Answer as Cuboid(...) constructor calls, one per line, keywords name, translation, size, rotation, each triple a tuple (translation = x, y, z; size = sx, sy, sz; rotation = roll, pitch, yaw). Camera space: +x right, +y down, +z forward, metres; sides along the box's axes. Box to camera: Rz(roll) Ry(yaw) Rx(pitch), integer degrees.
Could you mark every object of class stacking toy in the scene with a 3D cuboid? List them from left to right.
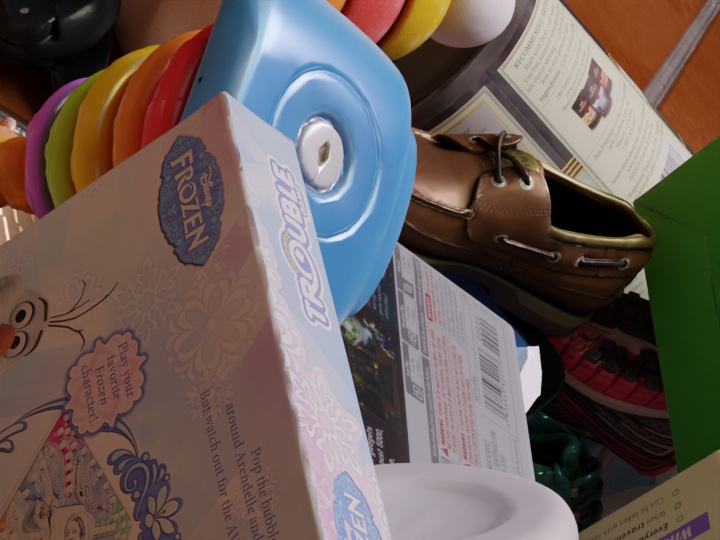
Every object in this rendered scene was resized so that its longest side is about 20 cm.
Cuboid(name="stacking toy", translation=(-0.087, -0.039, 0.962), size=(0.110, 0.199, 0.117), rotation=(38, 61, -43))
Cuboid(name="stacking toy", translation=(-0.008, -0.139, 1.179), size=(0.199, 0.146, 0.147), rotation=(12, 48, -42))

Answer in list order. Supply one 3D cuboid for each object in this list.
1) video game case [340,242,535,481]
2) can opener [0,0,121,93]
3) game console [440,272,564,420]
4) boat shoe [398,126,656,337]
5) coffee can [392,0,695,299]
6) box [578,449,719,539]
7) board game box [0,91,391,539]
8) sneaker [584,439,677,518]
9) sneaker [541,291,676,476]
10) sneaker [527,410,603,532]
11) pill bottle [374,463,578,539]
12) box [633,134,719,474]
Cuboid(name="video game case", translation=(0.003, 0.049, 1.018), size=(0.182, 0.023, 0.201), rotation=(36, 30, -29))
Cuboid(name="can opener", translation=(-0.149, -0.156, 1.155), size=(0.063, 0.079, 0.201), rotation=(0, 47, -18))
Cuboid(name="game console", translation=(0.000, 0.000, 1.122), size=(0.200, 0.118, 0.171), rotation=(51, -5, 3))
Cuboid(name="boat shoe", translation=(0.054, -0.036, 1.157), size=(0.199, 0.068, 0.072), rotation=(22, 39, -43))
Cuboid(name="coffee can", translation=(0.089, -0.062, 1.389), size=(0.200, 0.146, 0.147), rotation=(46, 25, -28))
Cuboid(name="box", translation=(0.117, 0.208, 1.056), size=(0.097, 0.176, 0.201), rotation=(43, 26, -29))
Cuboid(name="board game box", translation=(-0.088, 0.077, 0.774), size=(0.043, 0.199, 0.201), rotation=(33, 33, -44))
Cuboid(name="sneaker", translation=(0.155, 0.045, 1.333), size=(0.130, 0.200, 0.080), rotation=(32, 9, -20))
Cuboid(name="sneaker", translation=(0.080, 0.037, 1.274), size=(0.199, 0.075, 0.081), rotation=(29, 44, 23))
Cuboid(name="sneaker", translation=(0.087, 0.117, 1.238), size=(0.200, 0.079, 0.078), rotation=(49, 24, -22))
Cuboid(name="pill bottle", translation=(0.022, 0.178, 0.895), size=(0.112, 0.112, 0.201), rotation=(-41, 131, -67))
Cuboid(name="box", translation=(0.238, 0.048, 1.210), size=(0.176, 0.097, 0.201), rotation=(15, 55, -33))
